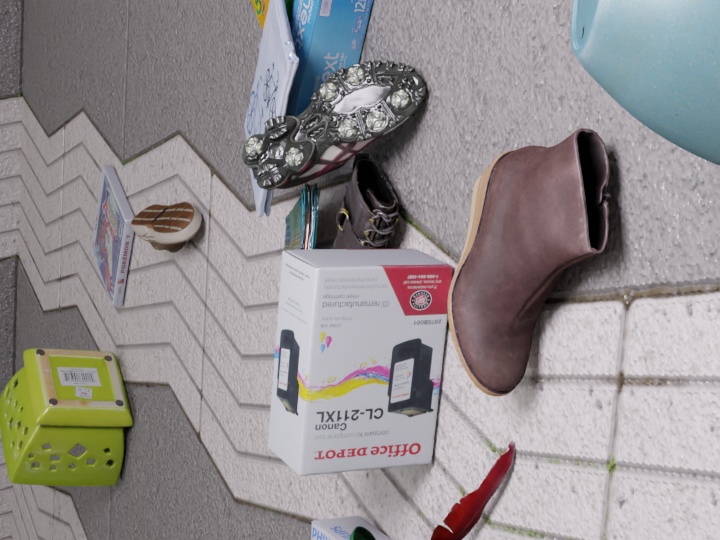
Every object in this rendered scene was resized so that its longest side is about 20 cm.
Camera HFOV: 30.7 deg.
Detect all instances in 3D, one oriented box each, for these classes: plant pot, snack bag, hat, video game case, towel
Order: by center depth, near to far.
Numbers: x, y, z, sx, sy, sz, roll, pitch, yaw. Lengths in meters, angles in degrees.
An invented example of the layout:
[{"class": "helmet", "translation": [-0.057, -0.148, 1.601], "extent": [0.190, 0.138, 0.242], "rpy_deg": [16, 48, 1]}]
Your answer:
[{"class": "plant pot", "translation": [0.195, -0.156, 0.741], "extent": [0.200, 0.135, 0.200], "rpy_deg": [-172, 90, -88]}, {"class": "hat", "translation": [0.096, 0.284, 1.189], "extent": [0.200, 0.176, 0.166], "rpy_deg": [55, -163, -62]}, {"class": "snack bag", "translation": [-0.095, -0.189, 1.418], "extent": [0.189, 0.021, 0.200], "rpy_deg": [-103, 22, -52]}, {"class": "towel", "translation": [-0.074, -0.008, 1.469], "extent": [0.200, 0.022, 0.147], "rpy_deg": [142, 133, -78]}, {"class": "plant pot", "translation": [-0.516, 0.249, 2.314], "extent": [0.182, 0.200, 0.199], "rpy_deg": [-63, 35, 35]}, {"class": "video game case", "translation": [-0.447, -0.064, 2.356], "extent": [0.200, 0.023, 0.182], "rpy_deg": [-124, 40, -50]}]

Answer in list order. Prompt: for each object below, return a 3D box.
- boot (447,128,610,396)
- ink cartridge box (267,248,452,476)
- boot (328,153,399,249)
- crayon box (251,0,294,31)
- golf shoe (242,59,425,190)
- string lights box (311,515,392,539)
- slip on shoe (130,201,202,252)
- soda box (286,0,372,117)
[{"class": "boot", "translation": [0.134, -0.003, 1.031], "extent": [0.166, 0.072, 0.200], "rpy_deg": [164, 108, -67]}, {"class": "ink cartridge box", "translation": [-0.001, 0.085, 1.241], "extent": [0.083, 0.146, 0.200], "rpy_deg": [27, 115, 60]}, {"class": "boot", "translation": [0.000, 0.000, 1.330], "extent": [0.174, 0.069, 0.200], "rpy_deg": [112, 149, -41]}, {"class": "crayon box", "translation": [-0.089, -0.365, 1.531], "extent": [0.119, 0.058, 0.200], "rpy_deg": [114, 146, -41]}, {"class": "golf shoe", "translation": [-0.021, -0.145, 1.310], "extent": [0.200, 0.088, 0.077], "rpy_deg": [-26, 76, 17]}, {"class": "string lights box", "translation": [-0.011, 0.370, 1.370], "extent": [0.103, 0.059, 0.200], "rpy_deg": [-162, 73, -64]}, {"class": "slip on shoe", "translation": [-0.282, -0.057, 1.959], "extent": [0.200, 0.076, 0.061], "rpy_deg": [5, 134, 57]}, {"class": "soda box", "translation": [-0.047, -0.220, 1.434], "extent": [0.068, 0.064, 0.200], "rpy_deg": [-125, 42, -50]}]
